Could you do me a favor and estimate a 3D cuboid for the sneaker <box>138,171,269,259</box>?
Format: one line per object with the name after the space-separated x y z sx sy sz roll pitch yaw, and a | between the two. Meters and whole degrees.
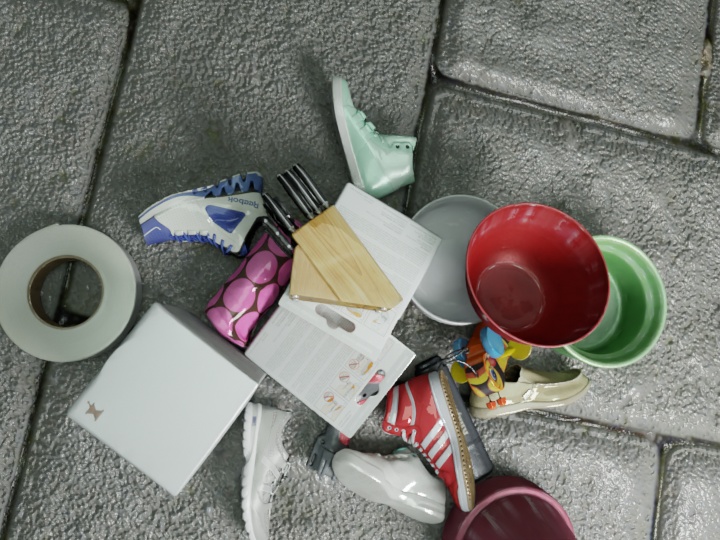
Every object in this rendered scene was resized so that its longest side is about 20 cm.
-0.223 -0.064 0.847 0.198 0.081 0.116 -22 85 -10 | sneaker

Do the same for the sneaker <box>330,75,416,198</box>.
0.023 -0.219 0.896 0.117 0.074 0.203 -17 96 -2 | sneaker

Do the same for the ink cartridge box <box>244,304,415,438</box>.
-0.044 0.117 0.822 0.199 0.047 0.161 38 95 0 | ink cartridge box

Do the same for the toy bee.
0.179 0.145 0.832 0.199 0.131 0.110 -26 87 -37 | toy bee

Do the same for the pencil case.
-0.143 0.017 0.846 0.201 0.090 0.094 -52 123 -10 | pencil case

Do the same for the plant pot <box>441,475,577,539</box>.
0.233 0.416 0.789 0.197 0.179 0.203 0 90 -10 | plant pot

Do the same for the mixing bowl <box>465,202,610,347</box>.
0.226 0.020 0.785 0.197 0.109 0.203 3 69 -7 | mixing bowl

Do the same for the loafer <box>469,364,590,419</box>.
0.263 0.179 0.882 0.198 0.076 0.069 -12 91 -7 | loafer

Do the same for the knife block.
-0.037 -0.044 0.747 0.197 0.064 0.178 9 82 -6 | knife block

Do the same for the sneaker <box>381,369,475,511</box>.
0.097 0.260 0.837 0.111 0.071 0.202 -17 78 14 | sneaker

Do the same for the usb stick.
0.146 0.233 0.883 0.055 0.033 0.202 -24 87 -8 | usb stick

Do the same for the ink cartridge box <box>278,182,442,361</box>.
0.000 0.000 0.802 0.161 0.057 0.201 30 84 -2 | ink cartridge box

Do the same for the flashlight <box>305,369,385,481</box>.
-0.008 0.215 0.854 0.067 0.068 0.202 17 84 40 | flashlight

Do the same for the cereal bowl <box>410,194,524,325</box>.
0.148 -0.013 0.885 0.197 0.083 0.203 1 84 -7 | cereal bowl

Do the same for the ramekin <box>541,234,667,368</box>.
0.366 0.051 0.897 0.197 0.098 0.203 1 83 -7 | ramekin

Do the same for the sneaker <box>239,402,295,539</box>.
-0.134 0.296 0.822 0.081 0.075 0.203 2 87 -14 | sneaker

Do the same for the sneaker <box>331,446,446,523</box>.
0.046 0.299 0.841 0.199 0.075 0.089 34 50 -20 | sneaker

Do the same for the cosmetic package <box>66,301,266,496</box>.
-0.243 0.161 0.760 0.166 0.200 0.168 38 82 -2 | cosmetic package

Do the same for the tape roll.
-0.429 0.033 0.834 0.200 0.037 0.206 1 84 -7 | tape roll
